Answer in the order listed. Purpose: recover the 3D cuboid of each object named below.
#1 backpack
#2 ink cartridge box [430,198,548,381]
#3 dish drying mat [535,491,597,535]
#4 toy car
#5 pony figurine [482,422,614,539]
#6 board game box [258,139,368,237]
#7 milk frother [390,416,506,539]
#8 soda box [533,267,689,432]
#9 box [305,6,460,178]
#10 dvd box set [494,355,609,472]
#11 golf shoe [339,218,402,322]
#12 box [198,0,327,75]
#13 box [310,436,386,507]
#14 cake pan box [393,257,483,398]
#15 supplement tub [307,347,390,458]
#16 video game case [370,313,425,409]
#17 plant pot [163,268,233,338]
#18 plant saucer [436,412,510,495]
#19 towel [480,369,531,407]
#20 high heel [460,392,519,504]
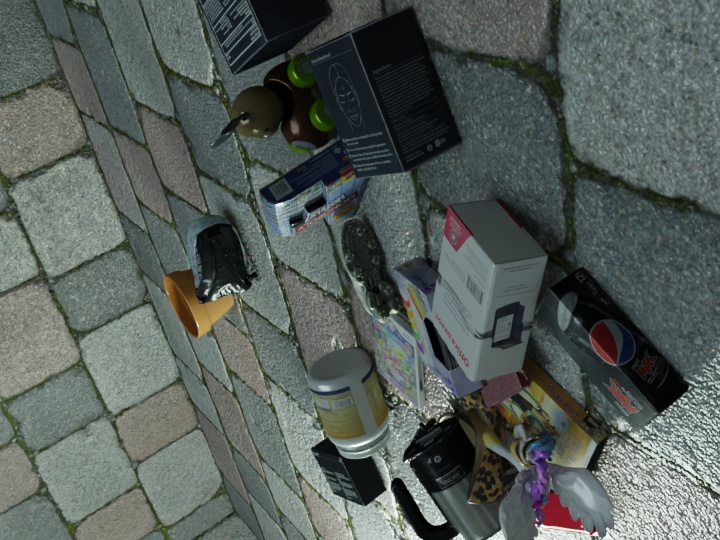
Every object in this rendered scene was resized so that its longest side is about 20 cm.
[{"bbox_3d":[-0.364,-0.037,2.179,0.126,0.165,0.202,33,138,54],"label":"backpack"},{"bbox_3d":[0.171,0.027,1.194,0.145,0.083,0.202,-121,28,-49],"label":"ink cartridge box"},{"bbox_3d":[0.328,0.404,1.451,0.077,0.018,0.200,62,156,0],"label":"dish drying mat"},{"bbox_3d":[-0.157,-0.254,1.474,0.159,0.199,0.164,62,156,-3],"label":"toy car"},{"bbox_3d":[0.257,0.315,1.287,0.200,0.165,0.195,117,131,-80],"label":"pony figurine"},{"bbox_3d":[-0.069,-0.126,1.499,0.062,0.199,0.200,54,169,16],"label":"board game box"},{"bbox_3d":[0.164,0.368,1.557,0.180,0.200,0.189,-33,92,26],"label":"milk frother"},{"bbox_3d":[0.313,0.098,1.097,0.200,0.063,0.071,51,154,20],"label":"soda box"},{"bbox_3d":[0.030,-0.245,1.229,0.148,0.106,0.202,6,122,62],"label":"box"},{"bbox_3d":[0.283,0.226,1.332,0.200,0.029,0.147,47,152,30],"label":"dvd box set"},{"bbox_3d":[0.000,0.000,1.595,0.097,0.078,0.202,14,127,64],"label":"golf shoe"},{"bbox_3d":[-0.172,-0.447,1.389,0.200,0.122,0.200,66,157,-8],"label":"box"},{"bbox_3d":[-0.033,0.500,2.190,0.142,0.078,0.200,62,157,-9],"label":"box"},{"bbox_3d":[0.124,0.090,1.405,0.200,0.052,0.186,-135,24,-71],"label":"cake pan box"},{"bbox_3d":[-0.020,0.284,1.852,0.144,0.144,0.202,19,132,56],"label":"supplement tub"},{"bbox_3d":[0.072,0.162,1.693,0.143,0.018,0.202,40,148,40],"label":"video game case"},{"bbox_3d":[-0.455,0.074,2.487,0.200,0.139,0.201,45,152,33],"label":"plant pot"},{"bbox_3d":[0.213,0.345,1.600,0.200,0.029,0.201,44,151,32],"label":"plant saucer"},{"bbox_3d":[0.192,0.102,1.341,0.144,0.023,0.202,127,127,-65],"label":"towel"},{"bbox_3d":[0.186,0.283,1.447,0.200,0.142,0.072,50,154,22],"label":"high heel"}]
